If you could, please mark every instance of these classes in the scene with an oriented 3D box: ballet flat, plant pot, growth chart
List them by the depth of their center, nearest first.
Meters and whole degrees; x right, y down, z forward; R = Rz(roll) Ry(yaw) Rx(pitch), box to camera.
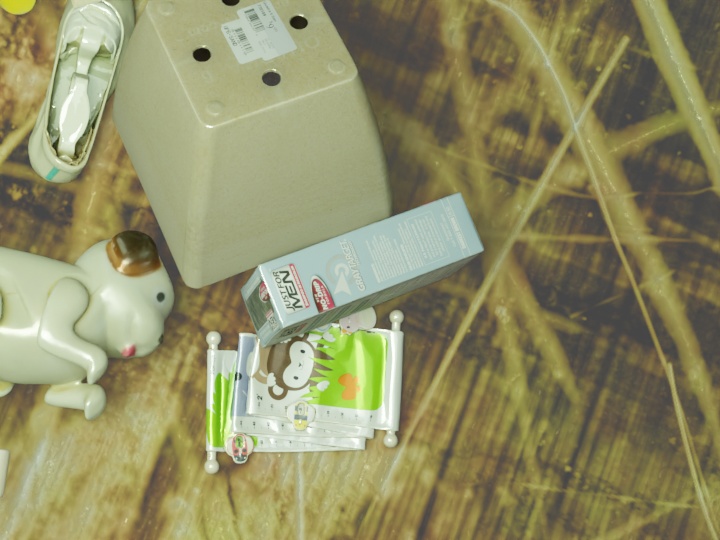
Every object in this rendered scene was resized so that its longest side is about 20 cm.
[{"bbox_3d":[-0.093,-0.140,1.158,0.198,0.178,0.201,-21,64,-14],"label":"plant pot"},{"bbox_3d":[-0.241,-0.175,1.216,0.069,0.069,0.203,14,82,-12],"label":"ballet flat"},{"bbox_3d":[-0.050,0.103,1.265,0.197,0.018,0.147,-4,85,-15],"label":"growth chart"}]

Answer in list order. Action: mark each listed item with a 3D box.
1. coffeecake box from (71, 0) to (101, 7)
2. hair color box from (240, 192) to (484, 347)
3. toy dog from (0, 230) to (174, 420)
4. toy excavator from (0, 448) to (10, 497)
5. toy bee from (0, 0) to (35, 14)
[{"bbox_3d":[-0.230,-0.343,1.145,0.072,0.200,0.155,-16,71,-15],"label":"coffeecake box"},{"bbox_3d":[0.000,0.000,1.236,0.198,0.099,0.061,-21,82,-19],"label":"hair color box"},{"bbox_3d":[-0.256,0.038,1.171,0.197,0.141,0.195,-11,46,-14],"label":"toy dog"},{"bbox_3d":[-0.356,0.142,1.082,0.197,0.195,0.101,6,82,1],"label":"toy excavator"},{"bbox_3d":[-0.359,-0.248,1.186,0.131,0.109,0.200,42,52,1],"label":"toy bee"}]
